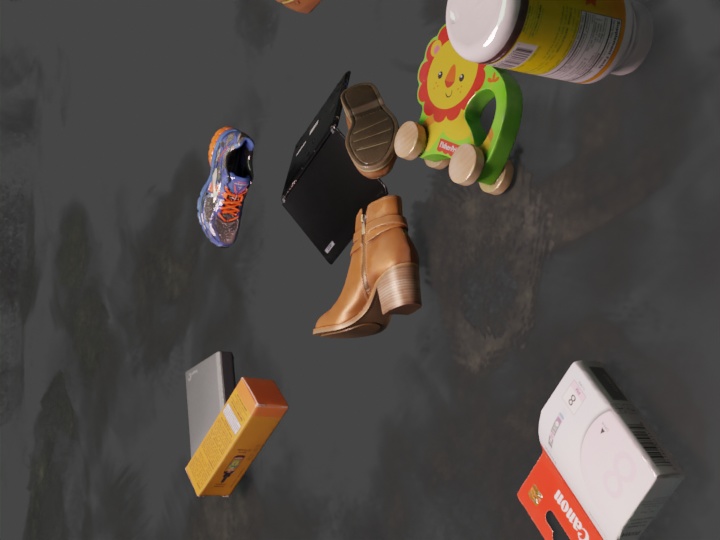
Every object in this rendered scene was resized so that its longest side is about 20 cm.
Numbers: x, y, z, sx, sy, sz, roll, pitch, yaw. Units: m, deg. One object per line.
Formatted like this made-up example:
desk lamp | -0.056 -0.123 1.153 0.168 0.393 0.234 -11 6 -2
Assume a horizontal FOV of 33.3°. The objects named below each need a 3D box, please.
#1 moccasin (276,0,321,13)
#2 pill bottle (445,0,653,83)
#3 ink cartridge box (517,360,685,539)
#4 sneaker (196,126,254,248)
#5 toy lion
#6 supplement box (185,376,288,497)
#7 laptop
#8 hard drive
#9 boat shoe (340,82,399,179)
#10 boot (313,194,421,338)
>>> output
moccasin | -0.064 -0.447 1.759 0.201 0.078 0.074 -24 66 55
pill bottle | 0.193 -0.248 1.200 0.109 0.200 0.109 -12 76 57
ink cartridge box | 0.226 0.218 1.230 0.200 0.057 0.163 -60 40 27
sneaker | -0.215 -0.136 1.970 0.078 0.075 0.200 9 95 55
toy lion | 0.127 -0.207 1.444 0.200 0.069 0.192 34 107 55
supplement box | -0.192 0.258 1.849 0.200 0.066 0.069 -58 47 22
laptop | -0.031 -0.148 1.731 0.177 0.103 0.200 -50 21 43
hard drive | -0.244 0.248 1.999 0.140 0.033 0.200 -32 59 53
boat shoe | 0.020 -0.171 1.575 0.200 0.072 0.068 -96 -11 -52
boot | 0.000 0.000 1.593 0.200 0.077 0.155 -32 61 49
